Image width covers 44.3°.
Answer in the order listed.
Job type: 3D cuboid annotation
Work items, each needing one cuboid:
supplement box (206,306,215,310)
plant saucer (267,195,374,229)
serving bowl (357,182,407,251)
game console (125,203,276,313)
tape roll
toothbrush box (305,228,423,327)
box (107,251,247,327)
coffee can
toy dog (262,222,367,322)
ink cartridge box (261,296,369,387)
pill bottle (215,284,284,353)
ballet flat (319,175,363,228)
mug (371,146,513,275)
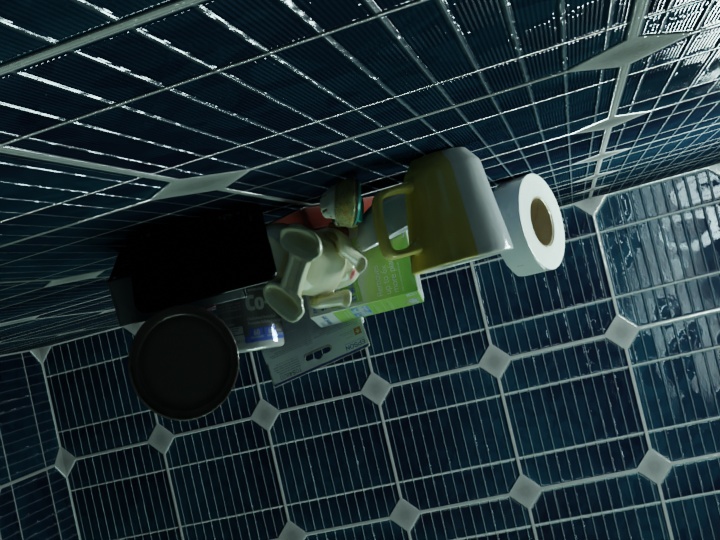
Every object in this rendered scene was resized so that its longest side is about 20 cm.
[{"bbox_3d":[-0.227,0.004,1.771,0.196,0.113,0.085,-13,177,-27],"label":"supplement box"},{"bbox_3d":[-0.065,-0.086,1.576,0.196,0.038,0.199,-13,178,-33],"label":"plant saucer"},{"bbox_3d":[0.076,-0.104,1.414,0.197,0.067,0.200,-27,180,0],"label":"serving bowl"},{"bbox_3d":[-0.226,-0.014,1.270,0.195,0.119,0.176,-13,177,-7],"label":"game console"},{"bbox_3d":[0.349,-0.093,1.839,0.070,0.208,0.201,-14,178,36],"label":"tape roll"},{"bbox_3d":[0.000,0.000,1.554,0.195,0.149,0.086,-14,162,9],"label":"toothbrush box"},{"bbox_3d":[-0.278,0.006,1.368,0.195,0.081,0.141,-13,-162,-4],"label":"box"},{"bbox_3d":[-0.250,0.131,1.246,0.143,0.150,0.200,-13,176,-14],"label":"coffee can"},{"bbox_3d":[-0.079,-0.010,1.412,0.191,0.143,0.198,18,-167,33],"label":"toy dog"},{"bbox_3d":[-0.097,0.087,1.616,0.196,0.204,0.041,-22,160,5],"label":"ink cartridge box"},{"bbox_3d":[-0.200,0.038,1.543,0.111,0.205,0.114,-9,176,-1],"label":"pill bottle"},{"bbox_3d":[-0.028,-0.095,1.290,0.069,0.072,0.200,-14,178,1],"label":"ballet flat"},{"bbox_3d":[0.118,-0.085,1.227,0.147,0.157,0.185,-14,177,29],"label":"mug"}]
